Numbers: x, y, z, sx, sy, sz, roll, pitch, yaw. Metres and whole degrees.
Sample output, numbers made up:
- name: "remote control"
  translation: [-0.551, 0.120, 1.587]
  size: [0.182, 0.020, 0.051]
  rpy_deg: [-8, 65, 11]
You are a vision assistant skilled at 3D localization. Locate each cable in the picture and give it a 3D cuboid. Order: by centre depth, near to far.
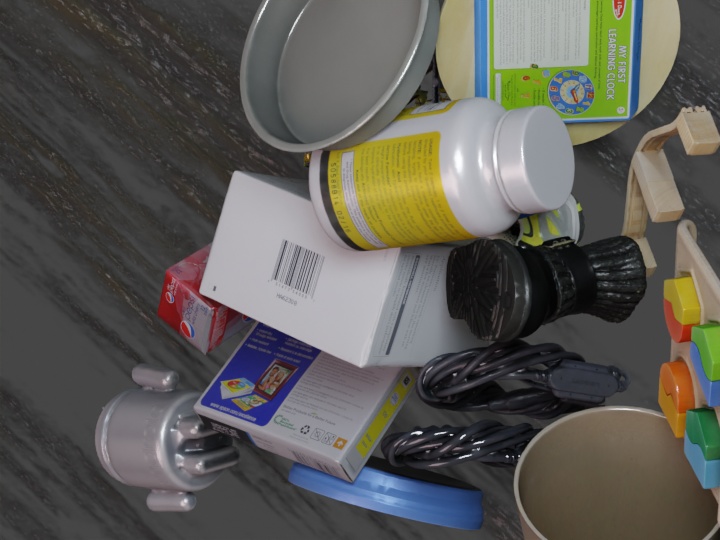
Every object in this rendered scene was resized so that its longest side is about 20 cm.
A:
- name: "cable"
  translation: [0.132, 0.099, 1.751]
  size: [0.163, 0.198, 0.051]
  rpy_deg: [-20, 67, 59]
- name: "cable"
  translation: [0.101, 0.160, 1.804]
  size: [0.162, 0.199, 0.051]
  rpy_deg: [2, 88, 53]

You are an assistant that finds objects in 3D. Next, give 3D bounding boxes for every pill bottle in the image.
- name: "pill bottle"
  translation: [0.066, -0.079, 1.554]
  size: [0.199, 0.111, 0.112]
  rpy_deg: [-6, 111, 36]

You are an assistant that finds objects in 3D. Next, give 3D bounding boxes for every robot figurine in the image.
- name: "robot figurine"
  translation: [-0.224, 0.190, 2.203]
  size: [0.199, 0.112, 0.172]
  rpy_deg: [-3, 93, 46]

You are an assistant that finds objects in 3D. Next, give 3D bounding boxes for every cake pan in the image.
- name: "cake pan"
  translation: [-0.014, -0.183, 1.562]
  size: [0.199, 0.037, 0.202]
  rpy_deg: [-21, 57, 35]

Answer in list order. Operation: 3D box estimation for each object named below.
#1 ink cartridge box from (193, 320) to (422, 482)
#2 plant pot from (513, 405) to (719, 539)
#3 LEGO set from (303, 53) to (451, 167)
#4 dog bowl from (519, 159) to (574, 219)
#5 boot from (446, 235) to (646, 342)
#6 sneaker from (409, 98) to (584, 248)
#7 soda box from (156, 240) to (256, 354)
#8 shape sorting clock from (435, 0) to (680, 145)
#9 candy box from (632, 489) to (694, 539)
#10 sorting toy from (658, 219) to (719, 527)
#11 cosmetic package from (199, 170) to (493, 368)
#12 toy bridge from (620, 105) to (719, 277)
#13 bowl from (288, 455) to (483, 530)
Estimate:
- name: "ink cartridge box"
  translation: [-0.035, 0.094, 1.906]
  size: [0.196, 0.201, 0.047]
  rpy_deg: [15, 147, 39]
- name: "plant pot"
  translation: [0.229, 0.258, 1.725]
  size: [0.186, 0.187, 0.201]
  rpy_deg: [27, 139, 31]
- name: "LEGO set"
  translation: [-0.002, -0.161, 1.717]
  size: [0.199, 0.115, 0.156]
  rpy_deg: [10, 94, 48]
- name: "dog bowl"
  translation: [0.132, -0.142, 1.627]
  size: [0.050, 0.110, 0.202]
  rpy_deg: [-106, 26, -60]
- name: "boot"
  translation: [0.164, 0.012, 1.586]
  size: [0.211, 0.156, 0.080]
  rpy_deg: [-142, 54, -79]
- name: "sneaker"
  translation: [0.107, -0.082, 1.723]
  size: [0.200, 0.076, 0.076]
  rpy_deg: [39, 139, 23]
- name: "soda box"
  translation: [-0.104, -0.002, 1.890]
  size: [0.070, 0.200, 0.064]
  rpy_deg: [37, 135, 20]
- name: "shape sorting clock"
  translation: [0.158, -0.187, 1.555]
  size: [0.198, 0.039, 0.202]
  rpy_deg: [0, 125, 0]
- name: "candy box"
  translation: [0.301, 0.254, 1.786]
  size: [0.199, 0.026, 0.103]
  rpy_deg: [18, 123, 37]
- name: "sorting toy"
  translation: [0.277, 0.084, 1.592]
  size: [0.036, 0.201, 0.187]
  rpy_deg: [-5, 121, -3]
- name: "cosmetic package"
  translation: [0.000, 0.000, 1.769]
  size: [0.198, 0.199, 0.124]
  rpy_deg: [23, 99, 33]
- name: "toy bridge"
  translation: [0.246, -0.072, 1.606]
  size: [0.201, 0.027, 0.068]
  rpy_deg: [107, 153, -55]
- name: "bowl"
  translation: [0.028, 0.212, 1.920]
  size: [0.199, 0.200, 0.040]
  rpy_deg: [12, 87, 40]
